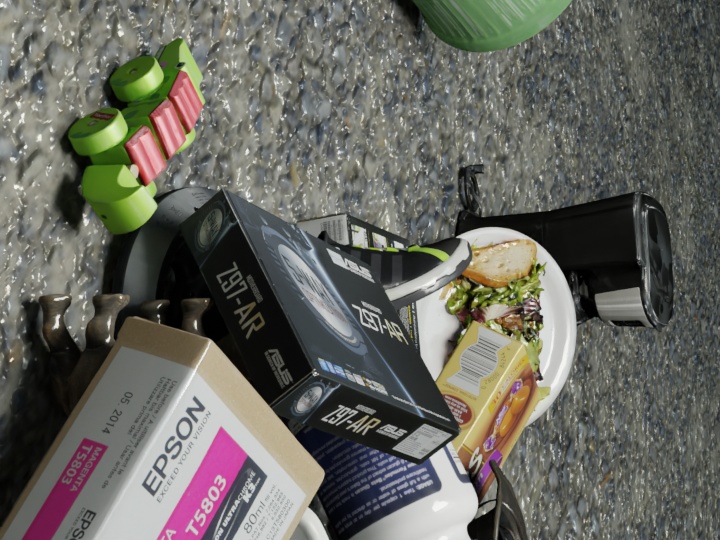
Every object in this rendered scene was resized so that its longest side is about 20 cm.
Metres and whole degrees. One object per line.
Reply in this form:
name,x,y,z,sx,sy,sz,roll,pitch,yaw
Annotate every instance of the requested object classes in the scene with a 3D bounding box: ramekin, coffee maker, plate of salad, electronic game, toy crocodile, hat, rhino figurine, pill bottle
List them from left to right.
toy crocodile,-0.147,-0.097,1.257,0.200,0.062,0.068,-66,140,-52
rhino figurine,-0.124,0.062,1.198,0.200,0.060,0.088,4,84,-45
electronic game,-0.113,0.040,1.304,0.200,0.041,0.201,12,76,-57
pill bottle,0.021,0.159,1.384,0.200,0.111,0.111,64,20,15
hat,0.096,0.248,1.477,0.201,0.081,0.201,-11,90,-81
ramekin,0.122,-0.325,1.784,0.098,0.199,0.201,36,49,-48
plate of salad,0.132,0.059,1.730,0.199,0.048,0.201,0,90,-32
coffee maker,0.207,-0.024,1.845,0.135,0.199,0.193,-34,112,-65

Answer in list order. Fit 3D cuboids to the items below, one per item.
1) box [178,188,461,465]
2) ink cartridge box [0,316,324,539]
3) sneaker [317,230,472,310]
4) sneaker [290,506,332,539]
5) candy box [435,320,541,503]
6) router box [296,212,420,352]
box,-0.025,0.043,1.257,0.200,0.043,0.160,28,29,-54
ink cartridge box,-0.126,0.158,1.112,0.200,0.075,0.165,-60,140,-22
sneaker,0.000,0.000,1.438,0.200,0.072,0.083,-25,89,-27
sneaker,-0.032,0.250,1.383,0.112,0.073,0.201,-50,134,-64
candy box,0.076,0.156,1.538,0.200,0.056,0.117,-58,154,-18
router box,0.004,0.063,1.542,0.149,0.051,0.201,20,64,-65
